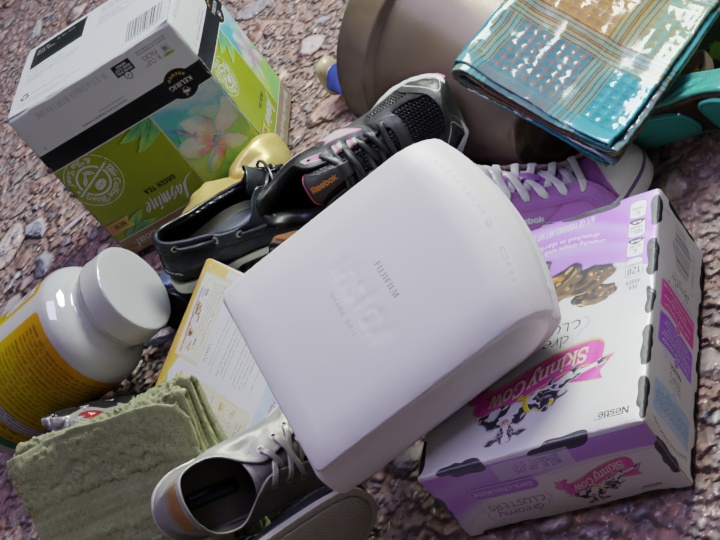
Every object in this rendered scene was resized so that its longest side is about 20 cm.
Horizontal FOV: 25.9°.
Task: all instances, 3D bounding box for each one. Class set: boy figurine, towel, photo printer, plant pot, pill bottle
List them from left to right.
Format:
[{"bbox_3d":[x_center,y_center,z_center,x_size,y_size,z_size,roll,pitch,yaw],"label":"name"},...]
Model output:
[{"bbox_3d":[-0.262,0.068,1.383,0.199,0.112,0.114,-38,31,27],"label":"pill bottle"},{"bbox_3d":[-0.170,0.173,1.184,0.198,0.150,0.036,-24,0,26],"label":"towel"},{"bbox_3d":[-0.127,-0.040,1.444,0.123,0.065,0.201,1,51,44],"label":"boy figurine"},{"bbox_3d":[0.024,0.023,1.029,0.199,0.069,0.167,-37,61,10],"label":"photo printer"},{"bbox_3d":[0.107,-0.165,1.256,0.200,0.200,0.173,-45,49,-7],"label":"plant pot"},{"bbox_3d":[0.177,-0.183,1.153,0.146,0.022,0.201,30,69,21],"label":"towel"}]

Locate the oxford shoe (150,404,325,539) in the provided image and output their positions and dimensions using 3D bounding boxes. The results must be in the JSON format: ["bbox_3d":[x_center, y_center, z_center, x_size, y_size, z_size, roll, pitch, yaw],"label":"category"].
[{"bbox_3d":[-0.056,0.134,1.119,0.198,0.076,0.058,-26,-2,-21],"label":"oxford shoe"}]

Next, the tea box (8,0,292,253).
[{"bbox_3d":[-0.200,-0.159,1.533,0.198,0.197,0.134,-28,34,21],"label":"tea box"}]

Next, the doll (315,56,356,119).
[{"bbox_3d":[0.037,-0.188,1.459,0.137,0.049,0.199,-49,33,-10],"label":"doll"}]

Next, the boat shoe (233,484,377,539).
[{"bbox_3d":[-0.076,0.207,1.093,0.199,0.072,0.068,-40,37,6],"label":"boat shoe"}]

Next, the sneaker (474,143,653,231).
[{"bbox_3d":[0.115,-0.057,1.164,0.199,0.115,0.073,-31,33,8],"label":"sneaker"}]

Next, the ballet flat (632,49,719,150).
[{"bbox_3d":[0.256,-0.132,1.141,0.199,0.067,0.071,-3,68,46],"label":"ballet flat"}]

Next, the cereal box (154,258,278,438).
[{"bbox_3d":[-0.091,0.084,1.244,0.199,0.039,0.145,25,92,54],"label":"cereal box"}]

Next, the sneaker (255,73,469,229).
[{"bbox_3d":[-0.003,-0.077,1.217,0.199,0.081,0.086,-34,-1,39],"label":"sneaker"}]

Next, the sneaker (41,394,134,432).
[{"bbox_3d":[-0.210,0.153,1.296,0.080,0.085,0.200,-12,7,-22],"label":"sneaker"}]

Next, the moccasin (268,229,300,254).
[{"bbox_3d":[0.001,0.002,1.171,0.077,0.075,0.201,-22,12,-20],"label":"moccasin"}]

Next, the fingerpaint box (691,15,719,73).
[{"bbox_3d":[0.262,-0.250,1.275,0.166,0.073,0.200,-40,33,3],"label":"fingerpaint box"}]

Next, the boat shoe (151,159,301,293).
[{"bbox_3d":[-0.091,-0.058,1.337,0.198,0.066,0.075,-28,36,11],"label":"boat shoe"}]

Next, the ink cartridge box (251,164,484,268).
[{"bbox_3d":[-0.002,-0.014,1.303,0.201,0.041,0.199,-52,34,-13],"label":"ink cartridge box"}]

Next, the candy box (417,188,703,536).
[{"bbox_3d":[0.136,0.061,1.044,0.166,0.072,0.202,-19,39,31],"label":"candy box"}]
